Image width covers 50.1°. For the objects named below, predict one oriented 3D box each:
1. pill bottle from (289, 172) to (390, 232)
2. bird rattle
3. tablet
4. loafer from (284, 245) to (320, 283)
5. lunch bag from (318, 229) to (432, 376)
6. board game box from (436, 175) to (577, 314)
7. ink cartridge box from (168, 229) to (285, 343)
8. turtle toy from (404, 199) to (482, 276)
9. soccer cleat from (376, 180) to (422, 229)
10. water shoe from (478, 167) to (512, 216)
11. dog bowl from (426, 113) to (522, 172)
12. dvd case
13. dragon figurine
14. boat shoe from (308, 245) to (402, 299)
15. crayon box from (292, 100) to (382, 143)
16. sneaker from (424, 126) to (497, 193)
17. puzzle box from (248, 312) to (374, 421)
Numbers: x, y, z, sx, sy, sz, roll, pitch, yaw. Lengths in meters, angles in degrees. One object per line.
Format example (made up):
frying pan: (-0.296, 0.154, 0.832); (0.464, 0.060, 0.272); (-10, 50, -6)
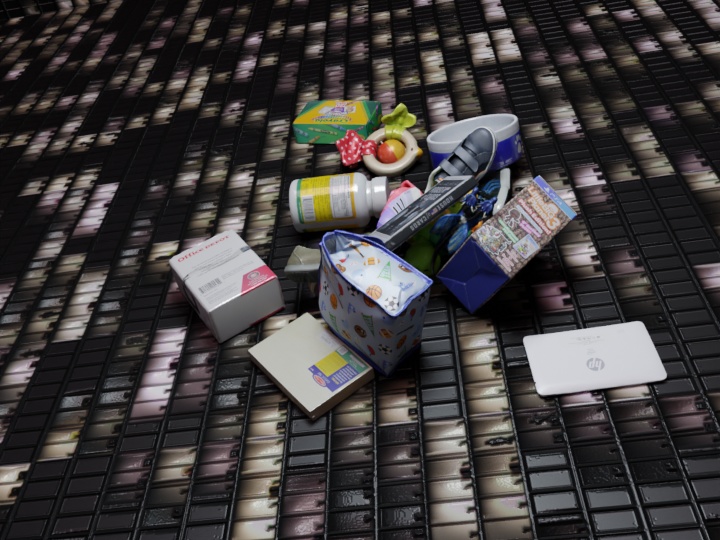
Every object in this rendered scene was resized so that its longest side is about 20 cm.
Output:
pill bottle: (-0.040, -0.143, 1.596); (0.198, 0.114, 0.113); (-5, 39, 9)
bird rattle: (0.052, -0.284, 1.764); (0.199, 0.113, 0.163); (-28, 57, -15)
tablet: (0.368, 0.138, 1.226); (0.198, 0.014, 0.131); (-9, 39, 5)
loafer: (-0.040, -0.021, 1.382); (0.197, 0.075, 0.070); (-1, 68, 9)
lunch bag: (0.011, 0.043, 1.278); (0.199, 0.171, 0.124); (34, 52, 25)
board game box: (0.252, -0.043, 1.343); (0.097, 0.160, 0.200); (47, 61, 8)
ink cartridge box: (-0.257, 0.025, 1.468); (0.144, 0.085, 0.200); (-28, 42, -20)
turtle toy: (0.151, -0.067, 1.453); (0.199, 0.102, 0.146); (-37, 3, -27)
soccer cleat: (0.072, -0.124, 1.532); (0.067, 0.077, 0.200); (-38, -1, 34)
water shoe: (0.265, -0.144, 1.561); (0.078, 0.072, 0.201); (-3, 29, 16)
dog bowl: (0.247, -0.270, 1.662); (0.198, 0.080, 0.200); (-14, 20, 5)
dvd case: (0.104, -0.101, 1.366); (0.199, 0.025, 0.150); (-38, 11, -4)
dragon figurine: (0.160, -0.069, 1.319); (0.059, 0.200, 0.099); (46, 26, 8)
boat shoe: (0.000, 0.000, 1.448); (0.199, 0.072, 0.065); (-29, 51, -11)
crayon box: (-0.056, -0.371, 1.924); (0.198, 0.059, 0.119); (5, 41, 19)
sneaker: (0.198, -0.198, 1.537); (0.078, 0.201, 0.079); (42, 24, 23)
puzzle box: (-0.086, 0.159, 1.308); (0.132, 0.026, 0.200); (-31, 42, -23)
